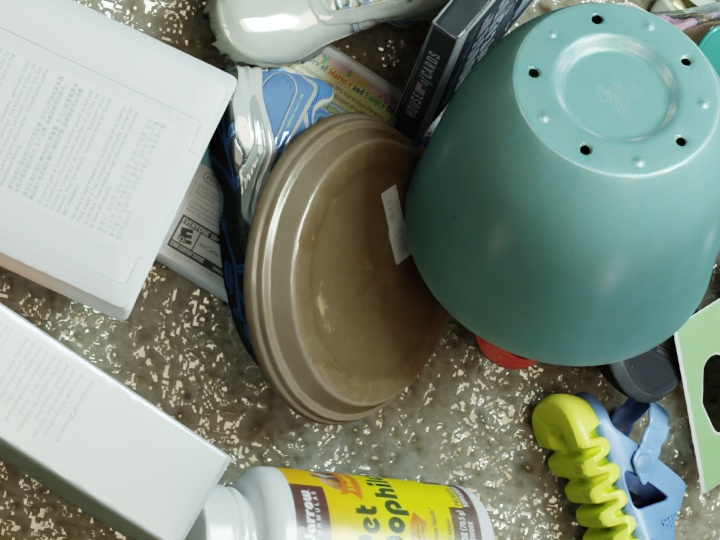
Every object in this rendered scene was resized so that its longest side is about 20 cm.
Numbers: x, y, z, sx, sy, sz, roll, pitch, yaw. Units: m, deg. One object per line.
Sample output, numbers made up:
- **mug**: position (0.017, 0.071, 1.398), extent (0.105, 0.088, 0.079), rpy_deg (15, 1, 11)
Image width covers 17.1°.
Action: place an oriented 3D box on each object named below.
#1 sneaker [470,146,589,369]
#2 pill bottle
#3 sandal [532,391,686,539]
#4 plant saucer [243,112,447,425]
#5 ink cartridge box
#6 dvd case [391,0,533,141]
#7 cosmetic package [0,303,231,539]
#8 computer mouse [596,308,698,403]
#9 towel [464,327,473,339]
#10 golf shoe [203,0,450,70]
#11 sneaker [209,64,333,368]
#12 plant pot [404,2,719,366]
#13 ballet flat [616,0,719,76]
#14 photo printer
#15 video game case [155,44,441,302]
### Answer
- **sneaker**: position (0.135, -0.032, 1.572), extent (0.071, 0.098, 0.200), rpy_deg (18, 80, -30)
- **pill bottle**: position (-0.021, 0.184, 1.539), extent (0.200, 0.109, 0.109), rpy_deg (7, 88, -25)
- **sandal**: position (0.194, 0.167, 1.657), extent (0.087, 0.079, 0.200), rpy_deg (-24, 102, -26)
- **plant saucer**: position (0.000, 0.000, 1.516), extent (0.200, 0.029, 0.200), rpy_deg (-8, 100, -51)
- **ink cartridge box**: position (0.291, 0.047, 1.684), extent (0.200, 0.048, 0.146), rpy_deg (-28, 122, -24)
- **dvd case**: position (0.097, -0.189, 1.556), extent (0.025, 0.150, 0.200), rpy_deg (36, 67, 6)
- **cosmetic package**: position (-0.190, 0.089, 1.465), extent (0.200, 0.101, 0.071), rpy_deg (36, 76, -21)
- **computer mouse**: position (0.199, -0.002, 1.644), extent (0.138, 0.053, 0.200), rpy_deg (34, 64, -35)
- **towel**: position (0.140, -0.045, 1.645), extent (0.144, 0.023, 0.200), rpy_deg (8, 87, -33)
- **golf shoe**: position (-0.003, -0.186, 1.533), extent (0.200, 0.097, 0.078), rpy_deg (-20, 89, -31)
- **sneaker**: position (-0.048, -0.032, 1.515), extent (0.077, 0.076, 0.200), rpy_deg (-5, 93, -19)
- **plant pot**: position (0.139, -0.067, 1.454), extent (0.201, 0.161, 0.201), rpy_deg (4, 59, -7)
- **ballet flat**: position (0.212, -0.162, 1.655), extent (0.200, 0.071, 0.069), rpy_deg (-10, 140, -46)
- **photo printer**: position (-0.198, -0.084, 1.450), extent (0.200, 0.069, 0.166), rpy_deg (24, 89, -5)
- **video game case**: position (-0.024, -0.046, 1.581), extent (0.200, 0.024, 0.182), rpy_deg (31, 78, -21)
